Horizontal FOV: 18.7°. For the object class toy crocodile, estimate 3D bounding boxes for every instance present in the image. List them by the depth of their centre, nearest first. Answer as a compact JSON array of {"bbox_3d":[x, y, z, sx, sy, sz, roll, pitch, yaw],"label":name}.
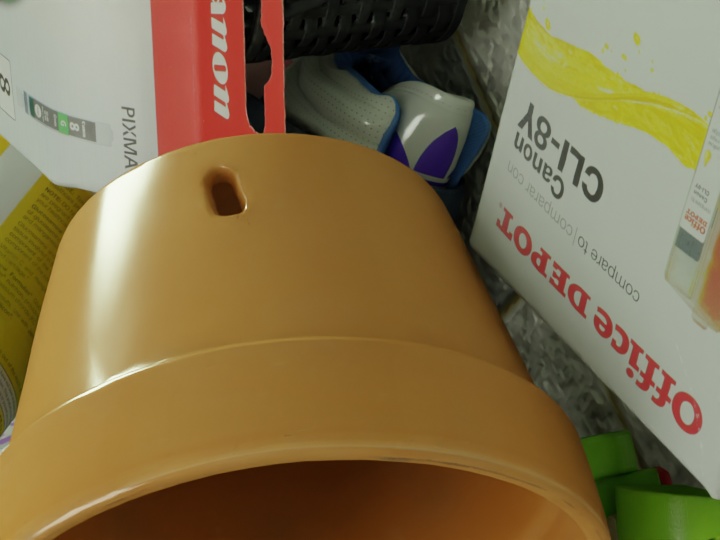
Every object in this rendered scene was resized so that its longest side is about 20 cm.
[{"bbox_3d":[0.074,0.097,0.786,0.200,0.062,0.068,-27,73,63],"label":"toy crocodile"}]

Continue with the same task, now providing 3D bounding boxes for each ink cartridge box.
[{"bbox_3d":[0.119,-0.056,0.635,0.145,0.083,0.200,49,138,44],"label":"ink cartridge box"},{"bbox_3d":[-0.091,-0.100,0.804,0.200,0.050,0.161,40,136,53],"label":"ink cartridge box"}]

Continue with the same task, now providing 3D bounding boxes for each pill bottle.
[{"bbox_3d":[-0.176,-0.005,1.024,0.112,0.200,0.112,24,147,17],"label":"pill bottle"}]

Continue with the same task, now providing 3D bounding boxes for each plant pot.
[{"bbox_3d":[-0.027,0.050,0.712,0.200,0.200,0.140,123,148,-49],"label":"plant pot"}]

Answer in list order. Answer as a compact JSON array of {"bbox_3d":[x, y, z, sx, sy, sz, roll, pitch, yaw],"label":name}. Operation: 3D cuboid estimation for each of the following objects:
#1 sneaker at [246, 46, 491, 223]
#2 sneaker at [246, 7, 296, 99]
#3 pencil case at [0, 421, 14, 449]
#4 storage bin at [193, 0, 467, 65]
[{"bbox_3d":[0.000,0.000,0.830,0.146,0.080,0.200,-53,40,39],"label":"sneaker"},{"bbox_3d":[-0.100,-0.096,0.980,0.200,0.105,0.075,44,135,48],"label":"sneaker"},{"bbox_3d":[-0.189,0.041,1.183,0.200,0.084,0.086,138,149,-59],"label":"pencil case"},{"bbox_3d":[-0.037,-0.183,0.823,0.200,0.094,0.135,51,139,39],"label":"storage bin"}]
